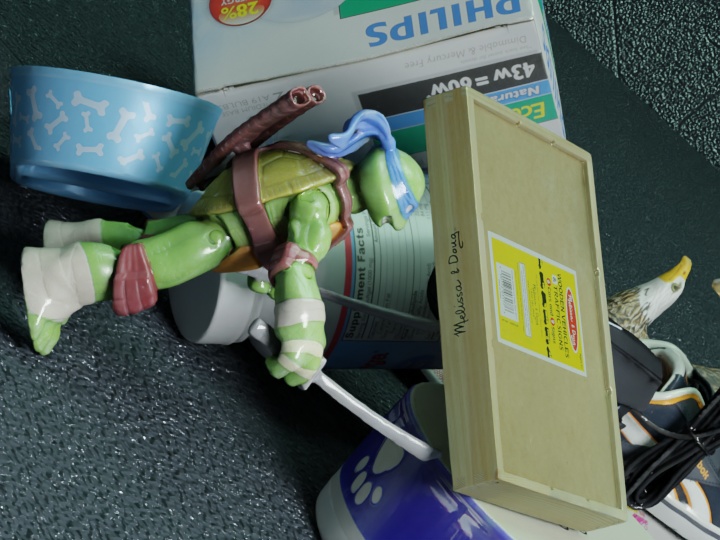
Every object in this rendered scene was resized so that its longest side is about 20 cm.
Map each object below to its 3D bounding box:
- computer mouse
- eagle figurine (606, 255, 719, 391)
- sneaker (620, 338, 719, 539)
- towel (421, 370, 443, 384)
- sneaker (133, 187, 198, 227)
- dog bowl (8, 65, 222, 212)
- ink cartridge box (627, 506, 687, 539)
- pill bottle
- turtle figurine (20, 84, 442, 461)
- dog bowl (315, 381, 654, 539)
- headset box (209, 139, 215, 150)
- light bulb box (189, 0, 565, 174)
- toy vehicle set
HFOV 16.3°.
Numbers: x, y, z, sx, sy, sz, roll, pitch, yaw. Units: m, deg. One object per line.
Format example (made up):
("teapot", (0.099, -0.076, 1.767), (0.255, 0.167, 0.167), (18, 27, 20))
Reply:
("computer mouse", (0.139, 0.041, 1.341), (0.200, 0.140, 0.046), (45, 20, -22))
("eagle figurine", (0.169, 0.059, 1.583), (0.200, 0.151, 0.152), (47, 27, -13))
("sneaker", (0.181, 0.097, 1.441), (0.199, 0.080, 0.079), (34, 14, -23))
("towel", (0.088, 0.080, 1.651), (0.146, 0.030, 0.200), (48, 16, 22))
("sneaker", (-0.077, -0.039, 1.502), (0.072, 0.073, 0.200), (42, 15, 6))
("dog bowl", (-0.135, -0.066, 1.330), (0.111, 0.050, 0.200), (11, -5, -8))
("ink cartridge box", (0.119, 0.131, 1.474), (0.199, 0.067, 0.116), (32, 15, -27))
("pill bottle", (0.000, 0.000, 1.389), (0.198, 0.109, 0.109), (1, 31, -25))
("turtle figurine", (-0.056, 0.021, 1.223), (0.201, 0.192, 0.145), (77, 7, -45))
("dog bowl", (0.078, 0.150, 1.284), (0.200, 0.079, 0.200), (36, 14, -11))
("headset box", (0.012, -0.055, 1.738), (0.200, 0.093, 0.174), (48, 17, 32))
("light bulb box", (0.006, -0.158, 1.451), (0.125, 0.197, 0.201), (68, 12, -52))
("toy vehicle set", (0.082, 0.020, 1.246), (0.124, 0.026, 0.202), (24, 56, -51))
